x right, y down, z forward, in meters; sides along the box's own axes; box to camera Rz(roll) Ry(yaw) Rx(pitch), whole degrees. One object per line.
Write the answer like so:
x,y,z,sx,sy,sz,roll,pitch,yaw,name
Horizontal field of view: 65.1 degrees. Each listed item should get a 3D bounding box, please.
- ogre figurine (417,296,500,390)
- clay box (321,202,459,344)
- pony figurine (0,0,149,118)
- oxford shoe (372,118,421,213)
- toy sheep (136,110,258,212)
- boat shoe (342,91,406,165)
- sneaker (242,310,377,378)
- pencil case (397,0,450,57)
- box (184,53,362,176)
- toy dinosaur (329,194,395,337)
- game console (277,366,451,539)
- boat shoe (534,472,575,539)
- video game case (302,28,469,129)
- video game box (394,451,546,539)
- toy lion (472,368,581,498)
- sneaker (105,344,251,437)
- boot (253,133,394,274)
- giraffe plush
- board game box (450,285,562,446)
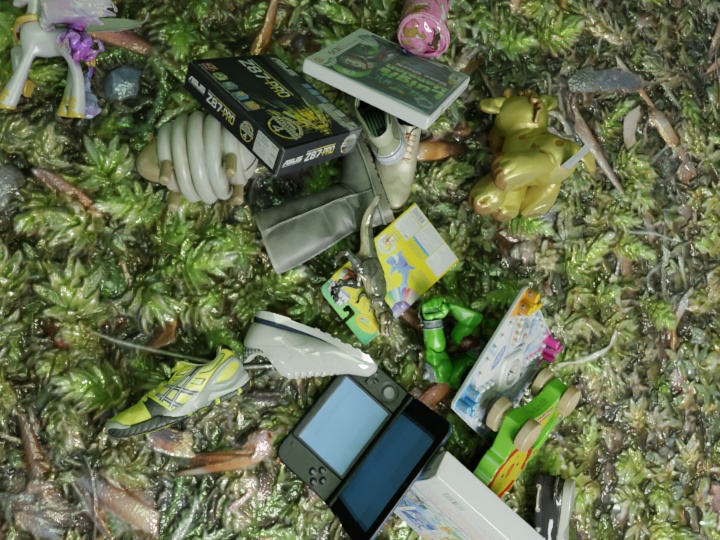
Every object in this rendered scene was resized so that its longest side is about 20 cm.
0.163,0.125,0.852,0.199,0.097,0.122,27,80,-43,ogre figurine
0.042,0.006,0.867,0.199,0.048,0.115,-40,94,-10,clay box
-0.403,-0.314,0.766,0.189,0.167,0.204,6,100,-3,pony figurine
0.059,-0.192,0.871,0.069,0.074,0.204,4,85,-10,oxford shoe
-0.212,-0.156,0.788,0.196,0.138,0.141,-4,86,-6,toy sheep
0.017,-0.246,0.832,0.071,0.062,0.202,-26,58,6,boat shoe
-0.073,0.124,0.821,0.196,0.076,0.082,18,79,5,sneaker
0.108,-0.423,0.868,0.081,0.087,0.203,17,65,-13,pencil case
-0.119,-0.222,0.779,0.200,0.049,0.160,44,40,18,box
0.000,0.000,0.802,0.087,0.047,0.204,-12,104,-20,toy dinosaur
-0.001,0.238,0.791,0.170,0.118,0.201,39,79,6,game console
0.291,0.414,0.877,0.059,0.073,0.204,9,102,30,boat shoe
0.043,-0.286,0.822,0.198,0.024,0.182,29,44,11,video game case
0.135,0.347,0.793,0.200,0.182,0.047,43,50,-5,video game box
0.232,0.266,0.843,0.198,0.068,0.195,-18,129,-42,toy lion
-0.256,0.171,0.790,0.197,0.075,0.078,-21,82,-22,sneaker
-0.065,-0.109,0.845,0.197,0.073,0.185,-21,69,6,boot
0.249,-0.196,0.876,0.170,0.199,0.165,8,56,-40,giraffe plush
0.226,0.152,0.836,0.201,0.026,0.200,-55,140,-11,board game box
